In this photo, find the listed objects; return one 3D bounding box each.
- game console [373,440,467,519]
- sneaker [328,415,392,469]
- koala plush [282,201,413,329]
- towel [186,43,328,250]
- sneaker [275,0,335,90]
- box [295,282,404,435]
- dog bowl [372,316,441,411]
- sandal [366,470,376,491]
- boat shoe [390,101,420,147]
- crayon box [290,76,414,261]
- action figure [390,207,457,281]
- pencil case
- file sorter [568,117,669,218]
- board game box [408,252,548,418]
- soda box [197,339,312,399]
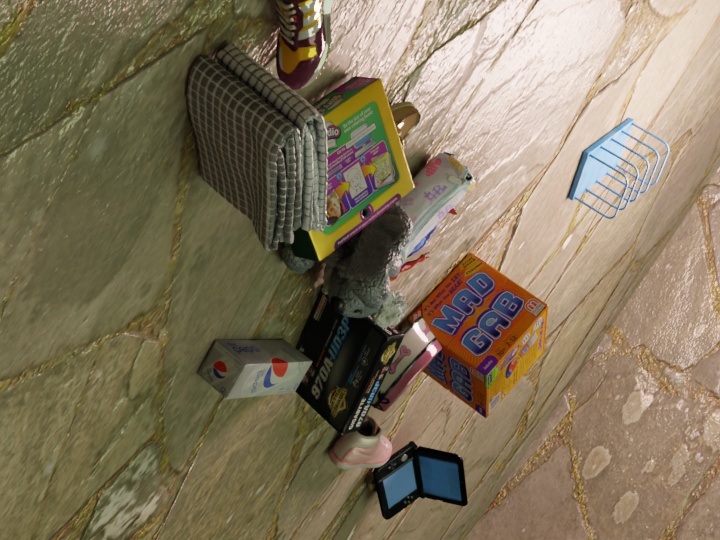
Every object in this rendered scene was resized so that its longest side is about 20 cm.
[{"bbox_3d":[0.138,0.496,2.511,0.176,0.116,0.200,-32,137,-21],"label":"game console"},{"bbox_3d":[0.023,0.348,2.270,0.200,0.075,0.105,2,125,-57],"label":"sneaker"},{"bbox_3d":[0.000,0.000,1.675,0.184,0.177,0.200,-51,154,-32],"label":"koala plush"},{"bbox_3d":[-0.123,-0.137,1.274,0.085,0.165,0.200,-35,149,-29],"label":"towel"},{"bbox_3d":[-0.075,-0.305,1.267,0.090,0.075,0.201,-9,124,-47],"label":"sneaker"},{"bbox_3d":[-0.031,0.143,1.804,0.046,0.159,0.200,-7,129,-50],"label":"box"},{"bbox_3d":[0.074,0.184,2.083,0.200,0.074,0.200,-47,174,-6],"label":"dog bowl"},{"bbox_3d":[0.085,0.461,2.568,0.200,0.054,0.081,-9,126,-38],"label":"sandal"},{"bbox_3d":[0.027,-0.175,1.613,0.200,0.066,0.074,-41,153,-27],"label":"boat shoe"},{"bbox_3d":[-0.032,-0.139,1.481,0.200,0.058,0.173,-39,123,-31],"label":"crayon box"},{"bbox_3d":[0.080,-0.040,1.878,0.200,0.065,0.052,-46,154,-3],"label":"action figure"},{"bbox_3d":[0.100,-0.101,1.808,0.200,0.091,0.083,-45,132,-15],"label":"pencil case"},{"bbox_3d":[0.592,-0.228,2.503,0.200,0.123,0.139,-34,148,-37],"label":"file sorter"},{"bbox_3d":[0.239,0.133,2.233,0.200,0.200,0.200,-45,154,-20],"label":"board game box"},{"bbox_3d":[-0.159,0.150,1.694,0.064,0.068,0.200,-60,155,12],"label":"soda box"}]
